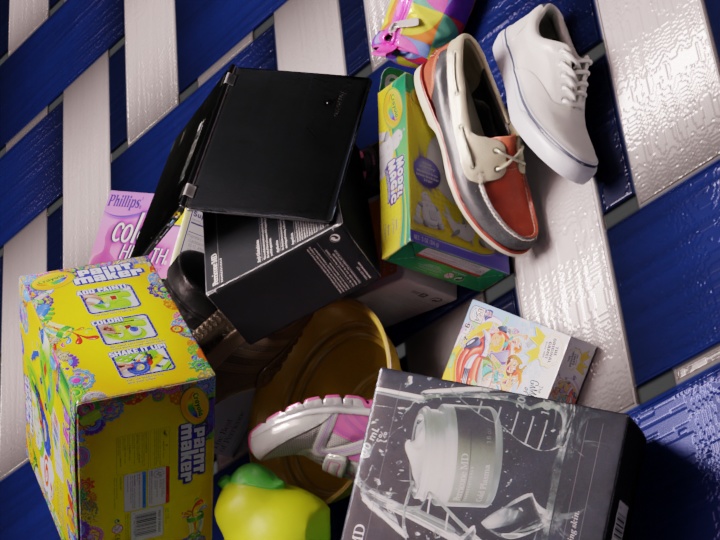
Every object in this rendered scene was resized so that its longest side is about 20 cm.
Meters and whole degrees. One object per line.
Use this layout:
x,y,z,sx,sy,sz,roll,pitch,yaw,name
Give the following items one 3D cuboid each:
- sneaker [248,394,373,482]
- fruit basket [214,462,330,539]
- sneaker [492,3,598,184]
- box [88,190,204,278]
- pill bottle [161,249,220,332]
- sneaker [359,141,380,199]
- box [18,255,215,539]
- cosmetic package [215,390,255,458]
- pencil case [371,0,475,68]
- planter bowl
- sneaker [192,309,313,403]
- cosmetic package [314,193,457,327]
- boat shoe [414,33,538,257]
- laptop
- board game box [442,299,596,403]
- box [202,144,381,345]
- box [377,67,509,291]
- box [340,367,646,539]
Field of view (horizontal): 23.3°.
0.006,0.149,1.453,0.199,0.081,0.089,-5,80,6,sneaker
-0.043,0.258,1.505,0.215,0.155,0.216,2,93,44,fruit basket
0.169,-0.161,1.524,0.071,0.073,0.200,-48,41,30,sneaker
-0.221,0.023,1.907,0.176,0.097,0.201,8,79,53,box
-0.196,0.081,1.700,0.200,0.112,0.112,-51,40,22,pill bottle
-0.021,-0.082,1.709,0.200,0.095,0.079,-31,49,38,sneaker
-0.213,0.127,1.513,0.193,0.122,0.200,-127,33,-48,box
-0.126,0.087,1.769,0.051,0.082,0.200,39,105,52,cosmetic package
0.078,-0.287,1.692,0.088,0.088,0.201,16,85,53,pencil case
-0.010,0.132,1.599,0.200,0.083,0.201,-28,52,42,planter bowl
-0.096,0.063,1.625,0.200,0.076,0.070,-36,37,6,sneaker
0.000,0.000,1.661,0.200,0.071,0.102,-24,55,44,cosmetic package
0.111,-0.110,1.533,0.063,0.071,0.200,-35,71,43,boat shoe
-0.103,-0.084,1.590,0.200,0.116,0.188,-45,22,45,laptop
0.111,0.137,1.485,0.134,0.034,0.201,20,89,53,board game box
-0.067,-0.048,1.590,0.141,0.079,0.200,-25,37,13,box
0.074,-0.091,1.572,0.048,0.117,0.201,-35,48,44,box
0.098,0.195,1.328,0.196,0.124,0.201,9,79,18,box
